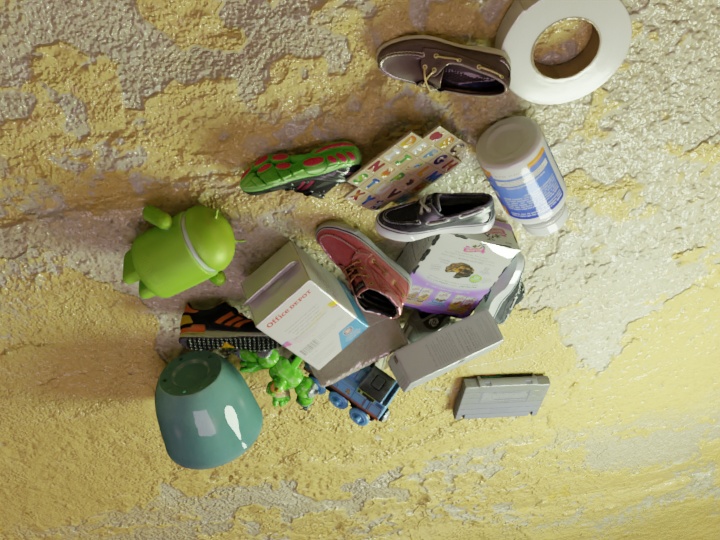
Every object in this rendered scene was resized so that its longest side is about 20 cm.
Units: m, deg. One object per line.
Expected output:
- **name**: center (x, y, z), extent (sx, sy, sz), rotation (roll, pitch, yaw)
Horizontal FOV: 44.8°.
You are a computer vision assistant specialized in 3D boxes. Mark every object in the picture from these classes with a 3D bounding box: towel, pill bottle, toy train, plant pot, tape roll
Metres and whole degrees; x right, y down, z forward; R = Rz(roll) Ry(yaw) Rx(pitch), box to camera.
- **towel**: center (-0.019, 0.125, 1.654), extent (0.199, 0.133, 0.034), rotation (-27, 173, 15)
- **pill bottle**: center (0.273, -0.147, 1.436), extent (0.112, 0.112, 0.200), rotation (-24, 135, 14)
- **toy train**: center (-0.020, 0.220, 1.723), extent (0.200, 0.087, 0.114), rotation (35, 138, 8)
- **plant pot**: center (-0.304, 0.253, 1.686), extent (0.200, 0.201, 0.161), rotation (-12, 126, 1)
- **tape roll**: center (0.299, -0.338, 1.295), extent (0.202, 0.037, 0.203), rotation (-6, 138, -6)

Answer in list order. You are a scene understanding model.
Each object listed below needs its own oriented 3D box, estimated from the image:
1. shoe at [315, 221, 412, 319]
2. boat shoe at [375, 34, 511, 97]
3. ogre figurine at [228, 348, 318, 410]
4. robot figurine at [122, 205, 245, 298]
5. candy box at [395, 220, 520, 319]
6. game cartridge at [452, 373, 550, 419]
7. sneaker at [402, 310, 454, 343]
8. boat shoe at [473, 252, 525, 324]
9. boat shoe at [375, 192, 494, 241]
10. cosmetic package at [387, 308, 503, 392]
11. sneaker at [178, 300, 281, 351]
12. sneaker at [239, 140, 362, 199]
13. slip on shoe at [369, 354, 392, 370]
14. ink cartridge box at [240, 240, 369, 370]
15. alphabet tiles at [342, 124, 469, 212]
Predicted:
- **shoe**: center (0.000, 0.000, 1.504), extent (0.200, 0.091, 0.071), rotation (36, 128, -11)
- **boat shoe**: center (0.120, -0.291, 1.267), extent (0.199, 0.060, 0.072), rotation (7, 140, -1)
- **ogre figurine**: center (-0.158, 0.198, 1.685), extent (0.098, 0.200, 0.120), rotation (-35, -175, -29)
- **robot figurine**: center (-0.293, -0.030, 1.436), extent (0.199, 0.116, 0.176), rotation (-26, 130, 15)
- **candy box**: center (0.164, -0.011, 1.586), extent (0.167, 0.072, 0.200), rotation (13, 133, -23)
- **game cartridge**: center (0.315, 0.282, 1.958), extent (0.199, 0.038, 0.130), rotation (-1, 132, -11)
- **sneaker**: center (0.178, 0.110, 1.719), extent (0.199, 0.075, 0.116), rotation (7, 122, -30)
- **boat shoe**: center (0.280, 0.037, 1.662), extent (0.067, 0.072, 0.200), rotation (2, 135, -17)
- **boat shoe**: center (0.121, -0.097, 1.443), extent (0.199, 0.072, 0.068), rotation (-1, 142, 8)
- **cosmetic package**: center (0.157, 0.150, 1.626), extent (0.199, 0.074, 0.102), rotation (-26, 167, -12)
- **sneaker**: center (-0.231, 0.095, 1.599), extent (0.199, 0.090, 0.070), rotation (0, 154, -5)
- **sneaker**: center (-0.093, -0.144, 1.388), extent (0.199, 0.077, 0.084), rotation (-10, 133, 0)
- **slip on shoe**: center (0.042, 0.142, 1.731), extent (0.060, 0.076, 0.201), rotation (-23, 141, -34)
- **ink cartridge box**: center (-0.107, 0.056, 1.545), extent (0.128, 0.125, 0.200), rotation (-40, 130, 10)
- **alphabet tiles**: center (0.074, -0.161, 1.414), extent (0.200, 0.006, 0.166), rotation (-35, 152, 23)
